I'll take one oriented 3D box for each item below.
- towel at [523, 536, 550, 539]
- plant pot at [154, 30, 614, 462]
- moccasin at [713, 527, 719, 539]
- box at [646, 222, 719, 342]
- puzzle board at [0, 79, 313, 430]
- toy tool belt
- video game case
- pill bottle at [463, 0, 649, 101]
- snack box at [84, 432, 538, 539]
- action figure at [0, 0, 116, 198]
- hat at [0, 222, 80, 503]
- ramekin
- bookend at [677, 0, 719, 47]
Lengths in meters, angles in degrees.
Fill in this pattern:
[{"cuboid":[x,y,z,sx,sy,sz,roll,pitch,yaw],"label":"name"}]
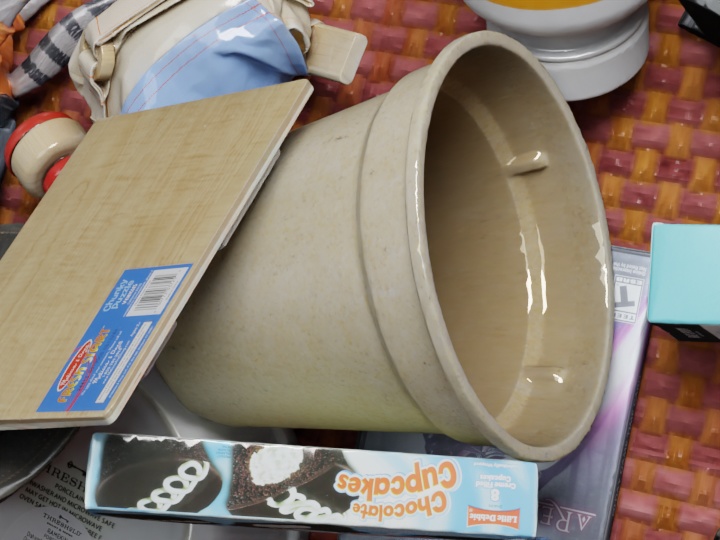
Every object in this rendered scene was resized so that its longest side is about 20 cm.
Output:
[{"cuboid":[0.035,0.199,0.884,0.200,0.112,0.049,-33,49,24],"label":"towel"},{"cuboid":[0.000,0.000,0.886,0.183,0.200,0.202,-9,80,31],"label":"plant pot"},{"cuboid":[0.216,0.136,0.861,0.078,0.074,0.202,38,87,29],"label":"moccasin"},{"cuboid":[0.241,0.009,0.857,0.199,0.082,0.049,2,82,20],"label":"box"},{"cuboid":[-0.116,-0.005,0.838,0.150,0.017,0.200,-5,45,41],"label":"puzzle board"},{"cuboid":[-0.095,-0.086,0.975,0.200,0.125,0.123,-45,62,11],"label":"toy tool belt"},{"cuboid":[0.070,0.078,0.947,0.142,0.019,0.201,10,86,21],"label":"video game case"},{"cuboid":[0.092,-0.184,0.871,0.110,0.201,0.111,-7,43,6],"label":"pill bottle"},{"cuboid":[-0.026,0.103,0.848,0.199,0.116,0.037,4,81,-6],"label":"snack box"},{"cuboid":[-0.218,-0.084,1.018,0.104,0.200,0.194,22,101,-18],"label":"action figure"},{"cuboid":[-0.196,0.073,0.892,0.200,0.081,0.201,-10,44,9],"label":"hat"},{"cuboid":[-0.136,0.127,0.972,0.199,0.105,0.201,-3,83,20],"label":"ramekin"},{"cuboid":[0.231,-0.129,0.815,0.200,0.199,0.092,32,95,22],"label":"bookend"}]
